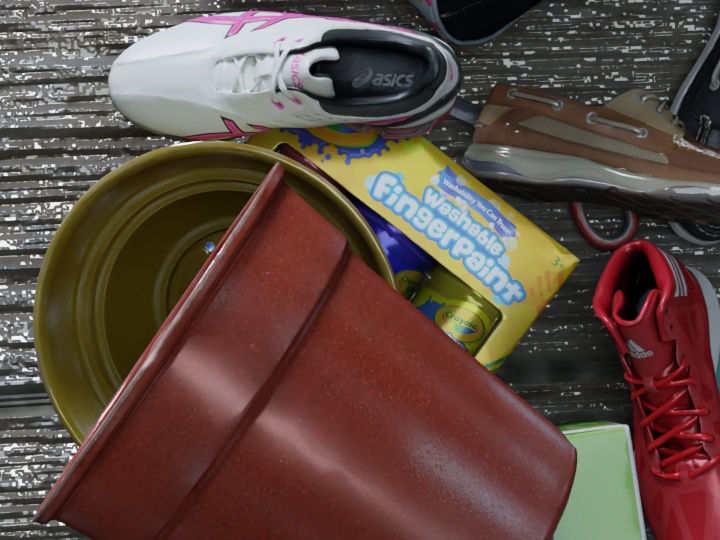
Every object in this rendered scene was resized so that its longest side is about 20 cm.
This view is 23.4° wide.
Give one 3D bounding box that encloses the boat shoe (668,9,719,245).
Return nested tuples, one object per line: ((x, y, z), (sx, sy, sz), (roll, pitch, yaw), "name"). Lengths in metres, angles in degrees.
((0.243, -0.111, 1.060), (0.074, 0.060, 0.201), (25, 85, -19), "boat shoe")

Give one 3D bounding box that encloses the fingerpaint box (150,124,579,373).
((0.000, 0.000, 1.036), (0.200, 0.073, 0.167), (39, 85, -1), "fingerpaint box")

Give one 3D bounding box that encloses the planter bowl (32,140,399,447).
((-0.071, 0.025, 0.951), (0.199, 0.083, 0.202), (1, 100, 6), "planter bowl")

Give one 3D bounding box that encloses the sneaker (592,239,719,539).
((0.170, 0.077, 0.997), (0.078, 0.115, 0.201), (-21, 62, 24), "sneaker")

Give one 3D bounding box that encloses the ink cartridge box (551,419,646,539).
((0.127, 0.163, 0.970), (0.075, 0.200, 0.149), (-8, 87, -4), "ink cartridge box")

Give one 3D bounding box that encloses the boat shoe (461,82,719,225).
((0.161, -0.073, 1.025), (0.199, 0.076, 0.072), (10, 82, 11), "boat shoe")

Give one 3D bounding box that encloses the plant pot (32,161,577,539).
((-0.017, 0.087, 0.819), (0.195, 0.201, 0.201), (35, 85, -5), "plant pot")

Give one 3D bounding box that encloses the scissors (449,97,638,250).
((0.105, -0.089, 1.081), (0.200, 0.014, 0.073), (36, 87, 0), "scissors")

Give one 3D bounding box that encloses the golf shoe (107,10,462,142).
((-0.044, -0.112, 0.962), (0.199, 0.092, 0.073), (-2, 85, 1), "golf shoe")

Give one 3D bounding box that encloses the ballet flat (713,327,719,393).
((0.265, 0.107, 1.042), (0.200, 0.067, 0.067), (41, 93, 34), "ballet flat")

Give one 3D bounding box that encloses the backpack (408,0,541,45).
((0.089, -0.236, 1.007), (0.200, 0.178, 0.151), (-44, 70, -6), "backpack")
